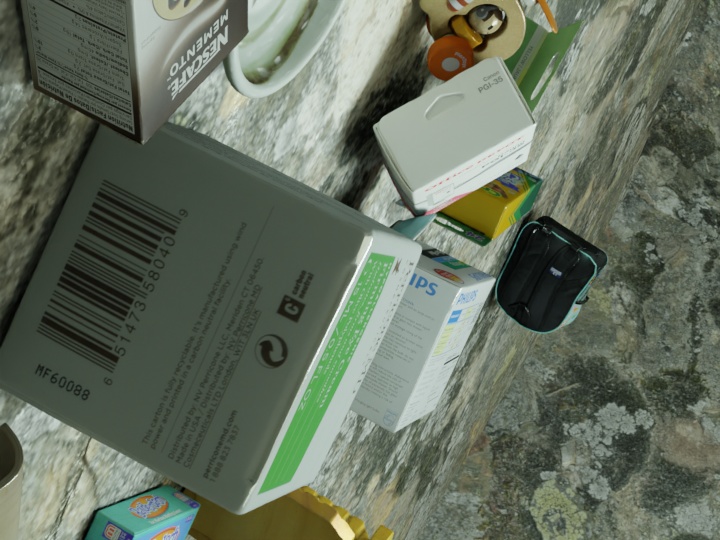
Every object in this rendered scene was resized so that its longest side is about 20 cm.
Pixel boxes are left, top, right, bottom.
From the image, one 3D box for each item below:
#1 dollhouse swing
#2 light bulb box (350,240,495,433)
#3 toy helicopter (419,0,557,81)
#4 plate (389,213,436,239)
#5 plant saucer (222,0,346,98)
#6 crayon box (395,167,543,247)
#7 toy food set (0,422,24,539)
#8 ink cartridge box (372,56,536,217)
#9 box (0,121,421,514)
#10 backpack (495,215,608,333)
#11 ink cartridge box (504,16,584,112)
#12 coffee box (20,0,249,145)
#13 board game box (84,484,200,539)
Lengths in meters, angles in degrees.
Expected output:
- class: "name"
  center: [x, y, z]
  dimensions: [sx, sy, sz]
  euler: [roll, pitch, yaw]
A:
- class: "dollhouse swing"
  center: [-0.065, 0.230, 1.405]
  dimensions: [0.182, 0.199, 0.177]
  euler: [-44, 159, -52]
- class: "light bulb box"
  center: [0.060, 0.078, 1.745]
  dimensions: [0.201, 0.124, 0.198]
  euler: [-66, 165, 10]
- class: "toy helicopter"
  center: [0.119, -0.282, 1.322]
  dimensions: [0.201, 0.131, 0.079]
  euler: [75, 12, -46]
- class: "plate"
  center: [0.000, 0.000, 1.446]
  dimensions: [0.200, 0.026, 0.200]
  euler: [-42, -177, 3]
- class: "plant saucer"
  center: [-0.053, -0.219, 0.937]
  dimensions: [0.201, 0.050, 0.201]
  euler: [-57, 166, -24]
- class: "crayon box"
  center: [0.138, -0.100, 1.696]
  dimensions: [0.200, 0.125, 0.052]
  euler: [-35, 149, -62]
- class: "toy food set"
  center: [-0.292, 0.197, 0.854]
  dimensions: [0.200, 0.060, 0.144]
  euler: [-37, 153, -44]
- class: "ink cartridge box"
  center: [0.097, -0.131, 1.414]
  dimensions: [0.146, 0.083, 0.200]
  euler: [-29, 173, 1]
- class: "box"
  center: [-0.097, 0.025, 0.923]
  dimensions: [0.200, 0.199, 0.171]
  euler: [-65, 168, 5]
- class: "backpack"
  center: [0.363, 0.015, 2.629]
  dimensions: [0.201, 0.175, 0.153]
  euler: [-62, 163, 16]
- class: "ink cartridge box"
  center: [0.173, -0.227, 1.592]
  dimensions: [0.146, 0.048, 0.200]
  euler: [-61, -170, -6]
- class: "coffee box"
  center: [-0.117, -0.180, 0.713]
  dimensions: [0.113, 0.079, 0.201]
  euler: [-54, 164, -33]
- class: "board game box"
  center: [-0.234, 0.307, 1.270]
  dimensions: [0.201, 0.045, 0.152]
  euler: [-64, 166, 6]
